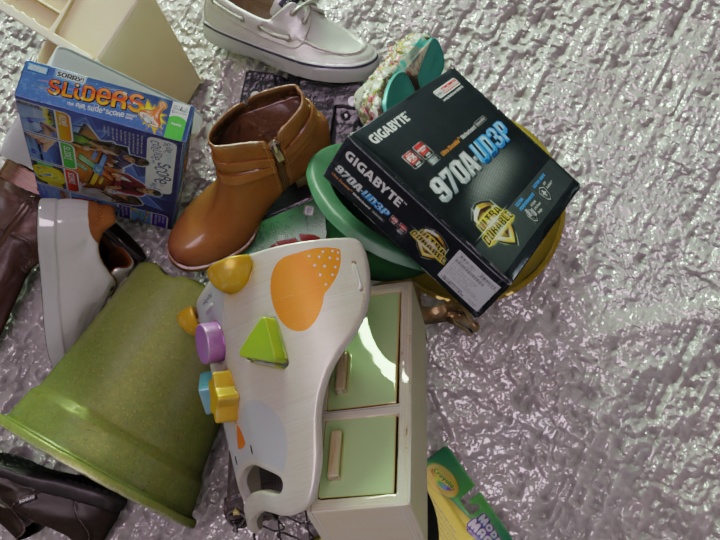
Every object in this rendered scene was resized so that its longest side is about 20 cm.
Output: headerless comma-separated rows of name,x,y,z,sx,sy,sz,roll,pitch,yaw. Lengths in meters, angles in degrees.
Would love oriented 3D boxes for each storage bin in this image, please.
storage bin,-0.275,-0.236,0.794,0.197,0.200,0.094,31,82,10

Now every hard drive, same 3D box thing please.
hard drive,-0.066,-0.097,0.833,0.137,0.038,0.204,7,80,7
hard drive,-0.246,-0.126,0.754,0.131,0.199,0.027,22,65,-29

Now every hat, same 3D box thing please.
hat,0.000,0.000,0.731,0.163,0.178,0.201,2,39,-31

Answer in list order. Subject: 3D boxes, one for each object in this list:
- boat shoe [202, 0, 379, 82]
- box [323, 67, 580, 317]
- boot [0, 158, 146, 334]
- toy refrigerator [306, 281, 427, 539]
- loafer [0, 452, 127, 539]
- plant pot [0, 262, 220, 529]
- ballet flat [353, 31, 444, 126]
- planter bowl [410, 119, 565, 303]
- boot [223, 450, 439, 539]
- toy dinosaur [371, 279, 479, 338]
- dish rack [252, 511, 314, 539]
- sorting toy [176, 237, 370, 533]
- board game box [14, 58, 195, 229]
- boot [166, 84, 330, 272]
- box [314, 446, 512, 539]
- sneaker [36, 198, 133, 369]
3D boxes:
boat shoe,-0.072,-0.253,0.834,0.197,0.070,0.071,21,44,13
box,0.083,-0.072,0.658,0.159,0.200,0.046,43,130,4
boot,-0.340,0.015,0.830,0.185,0.064,0.202,31,88,9
toy refrigerator,0.010,0.105,0.630,0.075,0.070,0.202,-7,46,13
loafer,-0.328,0.222,0.782,0.197,0.073,0.073,13,79,7
plant pot,-0.194,0.103,0.745,0.198,0.201,0.186,25,72,9
ballet flat,0.030,-0.169,0.783,0.063,0.201,0.077,-8,118,26
planter bowl,0.105,-0.074,0.789,0.197,0.083,0.204,-1,80,6
boot,-0.031,0.187,0.674,0.172,0.070,0.202,-18,46,9
toy dinosaur,0.010,0.042,0.762,0.197,0.102,0.059,8,41,-24
dish rack,-0.028,0.221,0.721,0.151,0.055,0.202,-19,55,10
sorting toy,-0.070,0.097,0.613,0.105,0.200,0.183,3,65,-26
board game box,-0.222,-0.101,0.719,0.133,0.200,0.035,14,69,-12
boot,-0.115,-0.085,0.737,0.199,0.155,0.074,-41,79,-3
box,0.033,0.266,0.755,0.199,0.048,0.118,-36,78,0
sneaker,-0.259,0.027,0.778,0.083,0.202,0.073,-2,35,-18
